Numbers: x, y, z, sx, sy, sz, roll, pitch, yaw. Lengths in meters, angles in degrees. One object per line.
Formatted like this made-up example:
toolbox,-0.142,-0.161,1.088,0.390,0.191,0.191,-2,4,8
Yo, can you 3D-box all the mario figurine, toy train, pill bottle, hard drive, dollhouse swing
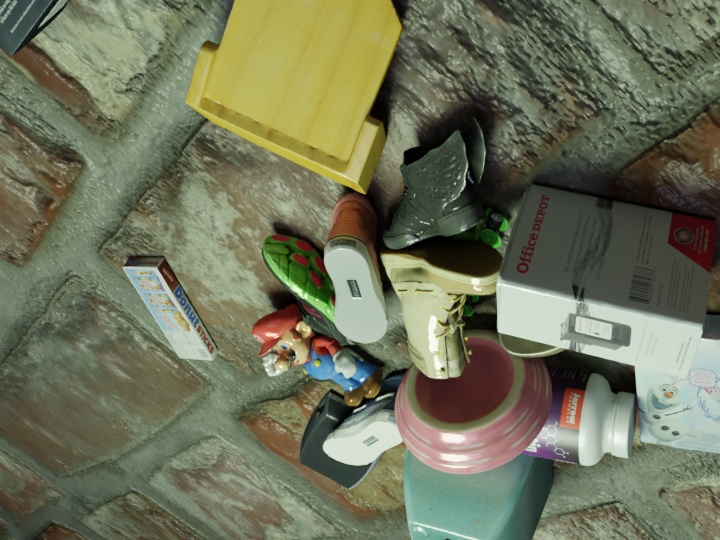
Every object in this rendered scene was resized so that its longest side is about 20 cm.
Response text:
mario figurine,-0.071,0.135,1.244,0.198,0.107,0.124,32,109,-16
toy train,0.124,-0.003,1.045,0.056,0.042,0.202,30,141,15
pill bottle,0.243,0.180,1.109,0.196,0.113,0.114,5,136,25
hard drive,-0.029,0.285,1.430,0.133,0.043,0.201,28,140,1
dollhouse swing,-0.054,-0.209,0.933,0.197,0.179,0.182,24,-178,4

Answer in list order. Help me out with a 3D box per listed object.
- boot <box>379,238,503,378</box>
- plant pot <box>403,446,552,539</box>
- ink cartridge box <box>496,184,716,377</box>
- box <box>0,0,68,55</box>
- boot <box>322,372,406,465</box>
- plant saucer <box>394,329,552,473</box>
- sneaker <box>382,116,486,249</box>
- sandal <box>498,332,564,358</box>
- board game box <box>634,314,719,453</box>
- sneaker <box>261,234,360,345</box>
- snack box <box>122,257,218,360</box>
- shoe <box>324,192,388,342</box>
boot,0.104,0.049,1.001,0.198,0.072,0.159,9,118,55
plant pot,0.155,0.313,1.231,0.192,0.202,0.199,8,137,21
ink cartridge box,0.248,0.006,0.897,0.196,0.147,0.084,13,141,17
box,-0.385,-0.357,0.912,0.147,0.105,0.200,-24,118,44
boot,0.019,0.222,1.302,0.072,0.091,0.199,37,142,-16
plant saucer,0.131,0.146,1.066,0.196,0.203,0.051,2,139,28
sneaker,0.074,-0.090,0.965,0.198,0.059,0.106,-11,107,57
sandal,0.242,0.049,0.992,0.197,0.082,0.054,-13,166,33
board game box,0.421,0.136,1.014,0.196,0.044,0.201,5,135,26
sneaker,-0.064,0.036,1.164,0.083,0.077,0.200,-27,115,40
snack box,-0.292,0.062,1.362,0.070,0.025,0.202,2,134,29
shoe,0.000,0.000,1.081,0.070,0.092,0.202,1,142,11
